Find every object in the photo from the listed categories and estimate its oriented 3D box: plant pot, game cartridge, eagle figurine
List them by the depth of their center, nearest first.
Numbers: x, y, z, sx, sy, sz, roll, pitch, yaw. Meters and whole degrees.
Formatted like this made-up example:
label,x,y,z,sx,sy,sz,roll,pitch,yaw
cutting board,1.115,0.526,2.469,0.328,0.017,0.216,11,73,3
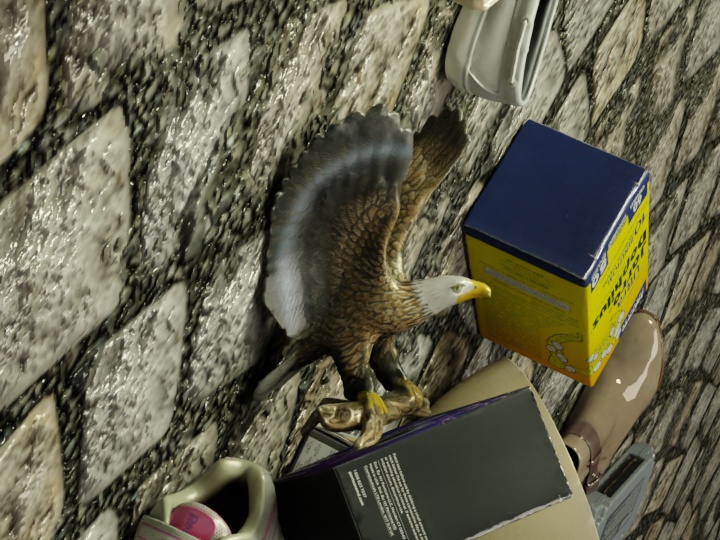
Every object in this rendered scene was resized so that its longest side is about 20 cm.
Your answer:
label,x,y,z,sx,sy,sz,roll,pitch,yaw
eagle figurine,0.007,-0.001,1.250,0.152,0.150,0.202,-177,-101,-69
plant pot,0.092,0.187,1.599,0.134,0.201,0.201,-22,148,-9
game cartridge,0.301,0.304,2.470,0.200,0.041,0.134,-33,147,-57

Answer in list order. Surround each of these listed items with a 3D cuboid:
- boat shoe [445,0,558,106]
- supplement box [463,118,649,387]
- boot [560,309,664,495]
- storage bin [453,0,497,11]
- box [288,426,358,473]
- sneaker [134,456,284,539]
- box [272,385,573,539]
label,x,y,z,sx,sy,sz,roll,pitch,yaw
boat shoe,0.121,-0.206,1.334,0.201,0.068,0.072,-67,161,4
supplement box,0.161,-0.010,1.614,0.109,0.109,0.200,-58,160,-20
boot,0.249,0.152,2.104,0.146,0.070,0.201,-39,147,-48
storage bin,0.021,-0.228,0.855,0.199,0.199,0.094,-51,159,-35
box,-0.034,0.218,1.470,0.201,0.048,0.158,-65,161,0
sneaker,-0.111,0.184,1.198,0.200,0.081,0.089,-58,160,-44
box,0.027,0.142,1.286,0.140,0.079,0.200,-18,176,-20
